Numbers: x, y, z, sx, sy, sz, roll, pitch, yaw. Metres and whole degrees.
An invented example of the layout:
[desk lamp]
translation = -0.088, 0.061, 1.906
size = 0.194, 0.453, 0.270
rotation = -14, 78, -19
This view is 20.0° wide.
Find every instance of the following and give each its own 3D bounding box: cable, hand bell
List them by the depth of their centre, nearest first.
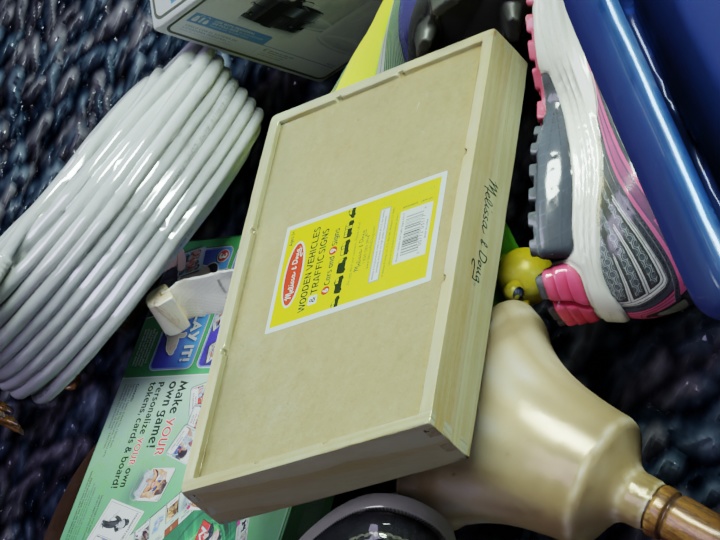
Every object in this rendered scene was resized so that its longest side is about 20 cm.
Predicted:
[hand bell]
translation = 0.123, 0.096, 0.792
size = 0.200, 0.104, 0.104
rotation = 25, 98, 29
[cable]
translation = -0.126, -0.025, 1.022
size = 0.200, 0.069, 0.200
rotation = -49, 9, 1

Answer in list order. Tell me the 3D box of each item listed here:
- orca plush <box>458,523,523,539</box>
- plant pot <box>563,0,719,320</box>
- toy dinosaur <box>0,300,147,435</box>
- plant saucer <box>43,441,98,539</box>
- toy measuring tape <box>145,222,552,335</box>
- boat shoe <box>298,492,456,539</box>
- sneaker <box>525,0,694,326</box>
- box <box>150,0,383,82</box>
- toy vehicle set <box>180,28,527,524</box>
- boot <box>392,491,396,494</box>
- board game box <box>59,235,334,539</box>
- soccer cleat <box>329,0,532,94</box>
[orca plush]
translation = 0.038, 0.201, 0.860
size = 0.105, 0.071, 0.201
rotation = 9, 86, 47
[plant pot]
translation = 0.193, -0.082, 0.684
size = 0.180, 0.200, 0.200
rotation = -46, 50, 38
[toy dinosaur]
translation = -0.195, 0.032, 1.172
size = 0.200, 0.060, 0.106
rotation = 11, 67, 38
[plant saucer]
translation = -0.121, 0.155, 1.031
size = 0.200, 0.029, 0.201
rotation = -40, 38, 42
[toy measuring tape]
translation = -0.010, 0.022, 0.899
size = 0.199, 0.074, 0.074
rotation = -9, 72, 23
[boat shoe]
translation = -0.018, 0.172, 0.841
size = 0.200, 0.072, 0.068
rotation = -58, 14, 33
[sneaker]
translation = 0.113, -0.075, 0.858
size = 0.074, 0.081, 0.201
rotation = -5, 75, 16
[box]
translation = 0.003, -0.169, 0.959
size = 0.200, 0.116, 0.060
rotation = -29, 60, 38
[toy vehicle set]
translation = 0.000, 0.000, 0.838
size = 0.124, 0.027, 0.200
rotation = -18, 45, 35
[boot]
translation = -0.046, 0.159, 0.969
size = 0.200, 0.068, 0.131
rotation = -59, 40, 17
[board game box]
translation = -0.062, 0.071, 0.962
size = 0.134, 0.029, 0.200
rotation = -4, 54, 36
[soccer cleat]
translation = 0.027, -0.099, 0.941
size = 0.200, 0.065, 0.084
rotation = 129, 156, -52
